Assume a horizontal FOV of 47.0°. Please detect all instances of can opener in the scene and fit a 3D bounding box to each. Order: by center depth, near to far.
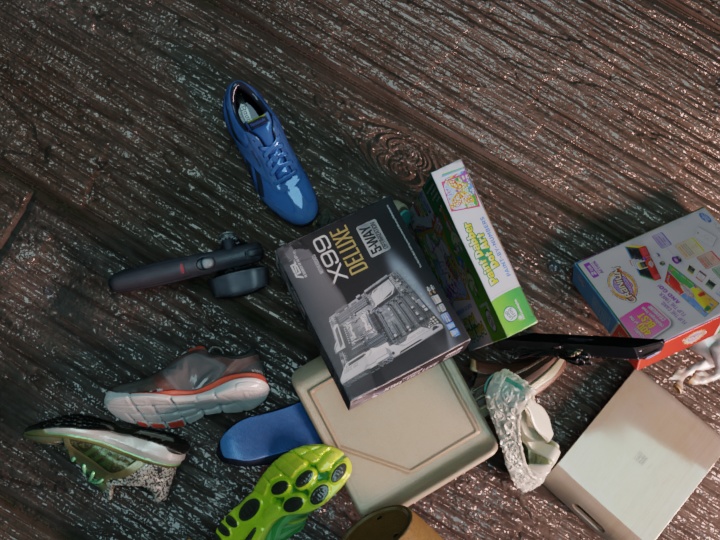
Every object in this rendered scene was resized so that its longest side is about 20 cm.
[{"bbox_3d":[-0.213,0.000,1.026,0.196,0.063,0.080,-8,82,-6],"label":"can opener"}]

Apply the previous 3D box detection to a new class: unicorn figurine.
[{"bbox_3d":[0.436,0.095,1.058,0.136,0.074,0.201,-32,79,-20],"label":"unicorn figurine"}]

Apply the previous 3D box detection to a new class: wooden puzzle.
[{"bbox_3d":[0.039,0.167,0.981,0.183,0.037,0.202,-28,81,-6],"label":"wooden puzzle"}]

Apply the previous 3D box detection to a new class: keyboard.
[{"bbox_3d":[0.243,0.092,0.969,0.126,0.198,0.021,-5,91,-39],"label":"keyboard"}]

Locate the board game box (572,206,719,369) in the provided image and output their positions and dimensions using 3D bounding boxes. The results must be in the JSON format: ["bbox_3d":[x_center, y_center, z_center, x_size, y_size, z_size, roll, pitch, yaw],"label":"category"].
[{"bbox_3d":[0.393,0.018,1.044,0.197,0.041,0.154,-22,52,-7],"label":"board game box"}]

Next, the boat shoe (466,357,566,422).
[{"bbox_3d":[0.159,0.142,1.028,0.200,0.075,0.076,-31,88,-8],"label":"boat shoe"}]

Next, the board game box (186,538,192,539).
[{"bbox_3d":[-0.129,0.411,0.931,0.197,0.040,0.156,17,104,11],"label":"board game box"}]

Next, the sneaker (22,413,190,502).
[{"bbox_3d":[-0.307,0.228,0.982,0.196,0.077,0.090,12,88,-1],"label":"sneaker"}]

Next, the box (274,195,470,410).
[{"bbox_3d":[0.011,0.035,0.962,0.156,0.050,0.202,-24,72,-12],"label":"box"}]

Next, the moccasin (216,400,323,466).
[{"bbox_3d":[-0.081,0.193,1.000,0.197,0.068,0.082,2,66,-28],"label":"moccasin"}]

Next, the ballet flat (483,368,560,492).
[{"bbox_3d":[0.198,0.199,0.971,0.071,0.072,0.202,-34,127,-9],"label":"ballet flat"}]

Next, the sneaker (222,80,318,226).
[{"bbox_3d":[-0.117,-0.148,1.052,0.065,0.078,0.202,-29,86,-11],"label":"sneaker"}]

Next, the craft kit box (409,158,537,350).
[{"bbox_3d":[0.126,-0.009,0.988,0.048,0.200,0.200,-26,83,-8],"label":"craft kit box"}]

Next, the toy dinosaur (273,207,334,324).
[{"bbox_3d":[-0.059,0.018,1.026,0.047,0.087,0.203,17,55,-44],"label":"toy dinosaur"}]

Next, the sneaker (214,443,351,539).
[{"bbox_3d":[-0.088,0.267,0.965,0.199,0.083,0.075,-41,72,16],"label":"sneaker"}]

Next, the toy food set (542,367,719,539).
[{"bbox_3d":[0.346,0.239,1.045,0.143,0.061,0.200,41,79,14],"label":"toy food set"}]

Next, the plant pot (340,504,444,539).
[{"bbox_3d":[0.058,0.368,0.901,0.184,0.186,0.202,-29,102,-9],"label":"plant pot"}]

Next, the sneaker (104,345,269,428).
[{"bbox_3d":[-0.211,0.136,1.013,0.196,0.078,0.083,-6,53,-8],"label":"sneaker"}]

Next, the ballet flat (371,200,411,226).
[{"bbox_3d":[0.000,0.000,1.051,0.069,0.070,0.203,26,78,0],"label":"ballet flat"}]
